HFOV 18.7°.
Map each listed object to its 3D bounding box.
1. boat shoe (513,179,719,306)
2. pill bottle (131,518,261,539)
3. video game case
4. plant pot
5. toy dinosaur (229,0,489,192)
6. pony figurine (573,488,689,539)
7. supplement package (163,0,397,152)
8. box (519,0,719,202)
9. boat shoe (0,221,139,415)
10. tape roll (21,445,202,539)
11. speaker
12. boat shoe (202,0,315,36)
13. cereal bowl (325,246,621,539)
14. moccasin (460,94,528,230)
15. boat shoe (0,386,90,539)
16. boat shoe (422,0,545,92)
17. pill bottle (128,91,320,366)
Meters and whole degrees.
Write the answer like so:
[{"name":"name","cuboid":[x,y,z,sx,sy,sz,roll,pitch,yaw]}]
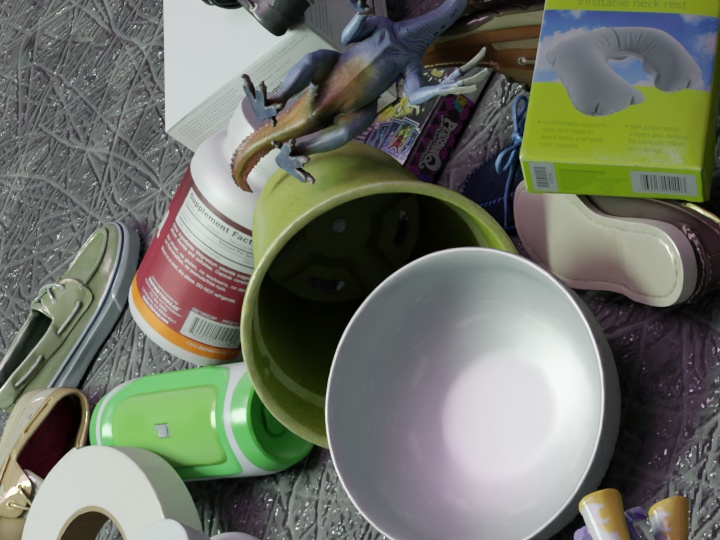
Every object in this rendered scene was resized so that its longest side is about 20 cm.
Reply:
[{"name":"boat shoe","cuboid":[0.173,-0.024,1.447,0.200,0.059,0.072,22,121,58]},{"name":"pill bottle","cuboid":[-0.064,0.237,1.412,0.111,0.199,0.112,-31,42,33]},{"name":"video game case","cuboid":[0.002,-0.112,1.745,0.200,0.036,0.182,18,79,55]},{"name":"plant pot","cuboid":[0.000,0.000,1.551,0.201,0.200,0.184,-50,24,10]},{"name":"toy dinosaur","cuboid":[-0.001,-0.152,1.507,0.181,0.105,0.200,-41,16,-27]},{"name":"pony figurine","cuboid":[0.189,0.204,1.176,0.192,0.167,0.201,-23,57,4]},{"name":"supplement package","cuboid":[-0.069,-0.192,1.768,0.155,0.111,0.201,-35,39,27]},{"name":"box","cuboid":[0.178,-0.143,1.438,0.121,0.048,0.201,4,62,14]},{"name":"boat shoe","cuboid":[-0.259,0.041,1.924,0.072,0.062,0.201,6,68,52]},{"name":"tape roll","cuboid":[-0.190,0.232,1.655,0.202,0.037,0.205,-7,80,47]},{"name":"speaker","cuboid":[-0.121,0.118,1.677,0.199,0.088,0.089,-11,56,47]},{"name":"boat shoe","cuboid":[-0.102,-0.230,1.683,0.057,0.069,0.200,-56,37,-2]},{"name":"cereal bowl","cuboid":[0.081,0.090,1.422,0.199,0.083,0.202,-5,79,26]},{"name":"moccasin","cuboid":[0.141,-0.098,1.534,0.199,0.068,0.081,-32,42,32]},{"name":"boat shoe","cuboid":[-0.277,0.184,1.828,0.069,0.073,0.201,-21,48,48]},{"name":"boat shoe","cuboid":[0.127,-0.160,1.549,0.198,0.074,0.076,-9,18,20]},{"name":"pill bottle","cuboid":[-0.094,-0.033,1.690,0.201,0.112,0.113,-60,30,29]}]
